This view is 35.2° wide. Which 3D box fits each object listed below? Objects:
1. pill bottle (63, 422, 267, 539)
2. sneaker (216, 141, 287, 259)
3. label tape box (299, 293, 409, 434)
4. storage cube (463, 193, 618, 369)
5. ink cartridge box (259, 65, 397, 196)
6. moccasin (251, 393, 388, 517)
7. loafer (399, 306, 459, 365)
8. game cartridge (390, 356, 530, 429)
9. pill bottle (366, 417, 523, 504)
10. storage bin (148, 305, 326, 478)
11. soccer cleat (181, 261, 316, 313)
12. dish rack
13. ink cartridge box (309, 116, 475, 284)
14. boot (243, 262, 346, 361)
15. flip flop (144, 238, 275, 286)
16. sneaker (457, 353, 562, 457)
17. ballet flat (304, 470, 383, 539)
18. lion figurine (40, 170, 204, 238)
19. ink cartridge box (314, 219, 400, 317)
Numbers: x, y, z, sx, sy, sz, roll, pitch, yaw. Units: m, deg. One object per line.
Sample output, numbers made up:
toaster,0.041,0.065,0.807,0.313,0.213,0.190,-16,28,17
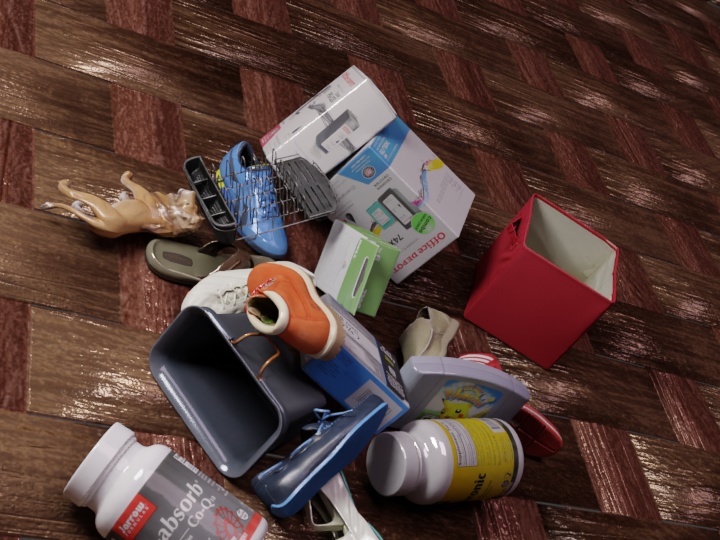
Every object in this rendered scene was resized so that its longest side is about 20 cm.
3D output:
pill bottle,-0.209,0.260,1.214,0.200,0.116,0.116,36,35,-1
sneaker,-0.156,-0.109,1.708,0.066,0.078,0.200,1,50,-42
label tape box,-0.016,0.107,1.514,0.144,0.063,0.200,44,13,-23
storage cube,0.296,0.017,1.865,0.200,0.180,0.171,31,36,-7
ink cartridge box,-0.052,-0.221,1.770,0.085,0.200,0.146,53,3,-20
moccasin,-0.049,0.208,1.371,0.068,0.080,0.200,35,52,25
loafer,0.089,0.115,1.674,0.068,0.076,0.200,36,26,1
game cartridge,0.131,0.181,1.580,0.200,0.133,0.040,16,35,-27
pill bottle,0.110,0.252,1.501,0.200,0.111,0.111,5,47,-37
storage bin,-0.138,0.133,1.411,0.200,0.146,0.134,50,27,17
soccer cleat,-0.149,0.029,1.530,0.200,0.078,0.069,-20,108,-39
dish rack,-0.138,-0.115,1.621,0.200,0.055,0.153,-16,50,-20
ink cartridge box,0.054,-0.116,1.802,0.200,0.147,0.146,44,33,-11
boot,-0.107,0.035,1.410,0.107,0.075,0.200,20,12,-37
flip flop,-0.200,-0.013,1.577,0.200,0.058,0.081,14,41,-29
sneaker,0.223,0.188,1.700,0.200,0.078,0.116,35,37,-5
ballet flat,-0.023,0.314,1.366,0.069,0.069,0.200,1,43,-40
lion figurine,-0.316,-0.076,1.529,0.122,0.072,0.200,41,40,24
ink cartridge box,0.000,0.000,1.618,0.059,0.104,0.200,19,6,-22
